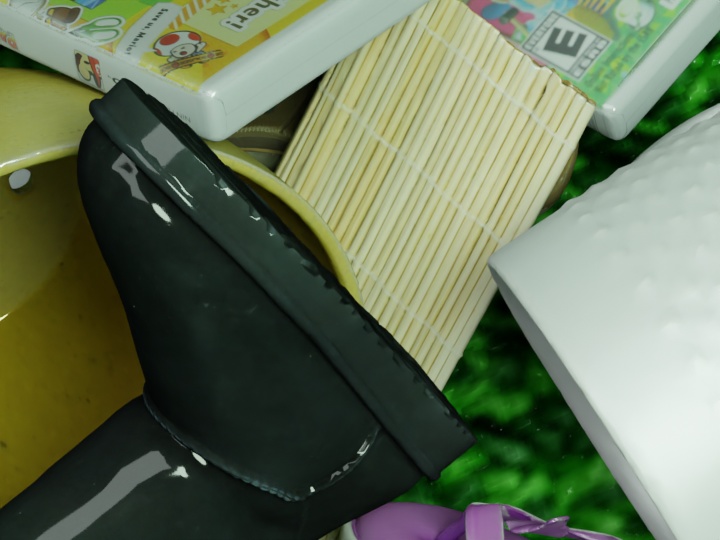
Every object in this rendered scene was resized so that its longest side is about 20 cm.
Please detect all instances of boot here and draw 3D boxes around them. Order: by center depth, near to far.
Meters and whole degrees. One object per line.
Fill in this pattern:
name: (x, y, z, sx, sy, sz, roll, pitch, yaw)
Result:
boot: (-0.068, 0.055, 0.883, 0.162, 0.198, 0.073, -41, 45, 1)

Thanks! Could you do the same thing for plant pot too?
plant pot: (-0.117, 0.013, 0.969, 0.200, 0.200, 0.142, -43, 40, 3)

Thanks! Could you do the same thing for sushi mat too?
sushi mat: (0.000, 0.000, 0.988, 0.096, 0.012, 0.200, 39, 116, 23)

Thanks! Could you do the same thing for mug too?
mug: (0.143, -0.001, 0.921, 0.175, 0.148, 0.200, -33, 31, 0)

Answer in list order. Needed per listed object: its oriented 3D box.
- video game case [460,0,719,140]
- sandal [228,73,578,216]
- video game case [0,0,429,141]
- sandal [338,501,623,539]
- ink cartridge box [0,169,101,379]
video game case: (0.079, -0.158, 1.037, 0.182, 0.022, 0.200, 32, 71, 29)
sandal: (-0.009, -0.054, 1.045, 0.200, 0.054, 0.080, 9, 64, 30)
video game case: (-0.042, -0.124, 0.977, 0.182, 0.023, 0.200, 26, 47, 36)
sandal: (0.067, 0.101, 0.913, 0.203, 0.082, 0.050, 30, 110, 53)
ink cartridge box: (-0.175, -0.029, 1.113, 0.200, 0.039, 0.099, 41, 90, 28)
